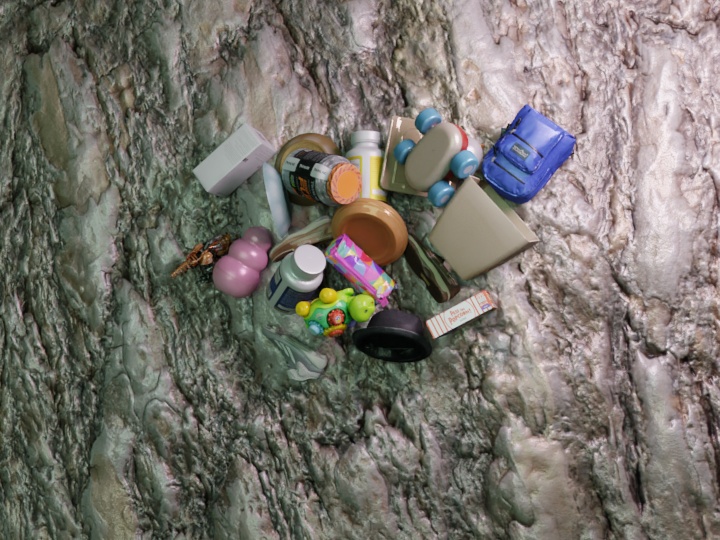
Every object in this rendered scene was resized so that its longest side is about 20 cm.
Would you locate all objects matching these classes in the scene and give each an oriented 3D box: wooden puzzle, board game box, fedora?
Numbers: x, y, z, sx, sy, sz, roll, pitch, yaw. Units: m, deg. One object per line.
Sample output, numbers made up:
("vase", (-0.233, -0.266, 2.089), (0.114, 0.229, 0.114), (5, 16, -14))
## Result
("wooden puzzle", (0.154, -0.278, 1.574), (0.199, 0.046, 0.186), (10, 89, -10))
("board game box", (0.242, 0.104, 1.468), (0.151, 0.200, 0.046), (-29, 80, 10))
("fedora", (0.082, 0.153, 1.546), (0.200, 0.201, 0.092), (4, 58, 15))

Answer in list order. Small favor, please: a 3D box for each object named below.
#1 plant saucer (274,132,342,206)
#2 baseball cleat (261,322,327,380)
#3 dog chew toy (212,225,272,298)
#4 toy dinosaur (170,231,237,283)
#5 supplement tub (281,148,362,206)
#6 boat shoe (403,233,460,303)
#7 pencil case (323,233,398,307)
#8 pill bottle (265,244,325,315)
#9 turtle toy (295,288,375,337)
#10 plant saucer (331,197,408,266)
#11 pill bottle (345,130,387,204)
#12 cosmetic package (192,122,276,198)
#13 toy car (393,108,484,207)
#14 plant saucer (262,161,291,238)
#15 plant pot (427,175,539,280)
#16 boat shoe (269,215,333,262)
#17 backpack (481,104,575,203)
("plant saucer", (-0.145, -0.275, 1.675), (0.200, 0.035, 0.201), (-1, 86, 14))
("baseball cleat", (-0.188, 0.222, 1.639), (0.200, 0.070, 0.107), (27, 93, 15))
("dog chew toy", (-0.304, -0.028, 1.661), (0.124, 0.125, 0.200), (31, 89, 14))
("toy dinosaur", (-0.422, -0.039, 1.677), (0.200, 0.136, 0.102), (-13, 62, -28))
("supplement tub", (-0.094, -0.228, 1.539), (0.200, 0.122, 0.123), (22, 93, 47))
("boat shoe", (0.178, -0.013, 1.569), (0.075, 0.075, 0.203), (-23, 71, -23))
("pencil case", (0.000, 0.000, 1.558), (0.200, 0.088, 0.088), (43, 98, -14))
("pill bottle", (-0.160, 0.021, 1.572), (0.111, 0.111, 0.200), (53, 142, 11))
("turtle toy", (-0.056, 0.106, 1.556), (0.200, 0.146, 0.101), (-28, 68, 22))
("plant saucer", (0.018, -0.087, 1.559), (0.200, 0.037, 0.201), (11, 130, 13))
("pill bottle", (0.015, -0.248, 1.594), (0.111, 0.111, 0.201), (1, 87, 14))
("cosmetic package", (-0.339, -0.293, 1.689), (0.200, 0.113, 0.081), (-41, 78, 10))
("toy car", (0.220, -0.263, 1.502), (0.177, 0.200, 0.185), (-53, 57, 31))
("plant saucer", (-0.207, -0.184, 1.607), (0.039, 0.201, 0.202), (-13, 83, 1))
("plant pot", (0.280, -0.085, 1.483), (0.177, 0.200, 0.200), (-44, 77, 19))
("boat shoe", (-0.149, -0.068, 1.646), (0.200, 0.076, 0.072), (-30, 83, 13))
("backpack", (0.380, -0.270, 1.475), (0.162, 0.168, 0.200), (42, 101, 20))
